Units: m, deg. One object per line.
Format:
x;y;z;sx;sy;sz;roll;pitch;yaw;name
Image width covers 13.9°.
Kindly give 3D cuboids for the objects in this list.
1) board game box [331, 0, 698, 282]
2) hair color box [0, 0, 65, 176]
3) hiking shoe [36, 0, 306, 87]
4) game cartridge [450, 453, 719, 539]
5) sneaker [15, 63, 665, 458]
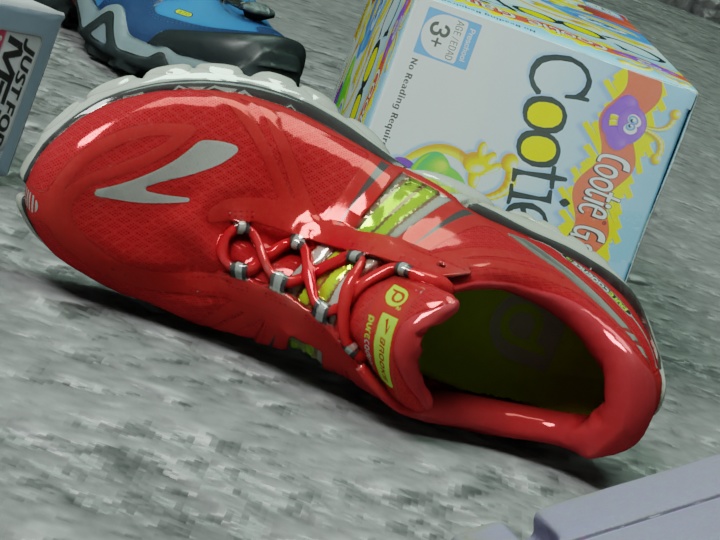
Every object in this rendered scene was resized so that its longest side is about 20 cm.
0.045;-0.050;1.084;0.103;0.105;0.200;19;10;-6;board game box
-0.198;-0.081;0.900;0.099;0.061;0.200;29;14;35;hair color box
-0.086;-0.132;1.285;0.074;0.087;0.200;11;15;-40;hiking shoe
0.135;0.069;0.646;0.200;0.038;0.130;-15;28;-16;game cartridge
0.000;0.000;0.847;0.200;0.077;0.085;18;16;-13;sneaker
